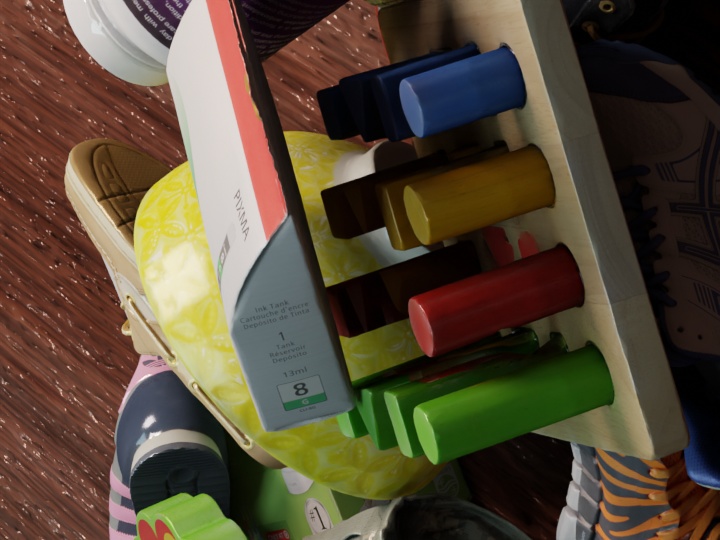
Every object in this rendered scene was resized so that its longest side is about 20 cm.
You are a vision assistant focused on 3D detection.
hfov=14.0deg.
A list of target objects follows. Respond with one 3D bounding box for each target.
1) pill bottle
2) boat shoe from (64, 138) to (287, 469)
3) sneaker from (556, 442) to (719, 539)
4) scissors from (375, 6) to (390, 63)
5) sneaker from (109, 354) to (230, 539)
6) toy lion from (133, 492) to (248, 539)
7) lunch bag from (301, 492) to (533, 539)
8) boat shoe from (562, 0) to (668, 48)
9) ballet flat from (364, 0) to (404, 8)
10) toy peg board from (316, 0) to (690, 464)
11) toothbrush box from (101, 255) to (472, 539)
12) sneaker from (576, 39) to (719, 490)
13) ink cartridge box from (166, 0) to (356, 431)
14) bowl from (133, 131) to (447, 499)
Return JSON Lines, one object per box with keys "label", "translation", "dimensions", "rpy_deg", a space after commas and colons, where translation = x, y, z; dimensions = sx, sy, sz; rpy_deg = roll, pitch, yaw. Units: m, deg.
{"label": "pill bottle", "translation": [-0.047, -0.160, 1.322], "dimensions": [0.200, 0.112, 0.113], "rpy_deg": [-31, 83, 42]}
{"label": "boat shoe", "translation": [-0.089, 0.020, 1.491], "dimensions": [0.200, 0.074, 0.069], "rpy_deg": [49, 128, 18]}
{"label": "sneaker", "translation": [0.152, 0.095, 1.340], "dimensions": [0.112, 0.078, 0.200], "rpy_deg": [39, 151, 32]}
{"label": "scissors", "translation": [0.052, -0.053, 1.446], "dimensions": [0.073, 0.014, 0.200], "rpy_deg": [3, 114, 56]}
{"label": "sneaker", "translation": [-0.105, 0.120, 1.608], "dimensions": [0.200, 0.070, 0.082], "rpy_deg": [106, 158, -53]}
{"label": "toy lion", "translation": [-0.068, 0.210, 1.484], "dimensions": [0.192, 0.069, 0.200], "rpy_deg": [-15, 97, 67]}
{"label": "lunch bag", "translation": [0.043, 0.199, 1.463], "dimensions": [0.200, 0.118, 0.164], "rpy_deg": [39, 151, -11]}
{"label": "boat shoe", "translation": [0.098, -0.109, 1.274], "dimensions": [0.091, 0.071, 0.201], "rpy_deg": [26, 131, 47]}
{"label": "ballet flat", "translation": [-0.035, -0.196, 1.423], "dimensions": [0.200, 0.071, 0.071], "rpy_deg": [41, 141, 33]}
{"label": "toy peg board", "translation": [0.034, -0.011, 1.243], "dimensions": [0.200, 0.098, 0.200], "rpy_deg": [-175, 67, -74]}
{"label": "toothbrush box", "translation": [-0.042, 0.056, 1.594], "dimensions": [0.146, 0.086, 0.200], "rpy_deg": [-21, 93, 59]}
{"label": "sneaker", "translation": [0.134, -0.001, 1.237], "dimensions": [0.075, 0.088, 0.200], "rpy_deg": [-21, 105, 49]}
{"label": "ink cartridge box", "translation": [-0.056, -0.053, 1.235], "dimensions": [0.200, 0.050, 0.161], "rpy_deg": [71, -177, -49]}
{"label": "bowl", "translation": [0.000, 0.000, 1.424], "dimensions": [0.108, 0.200, 0.200], "rpy_deg": [-42, 71, 29]}
